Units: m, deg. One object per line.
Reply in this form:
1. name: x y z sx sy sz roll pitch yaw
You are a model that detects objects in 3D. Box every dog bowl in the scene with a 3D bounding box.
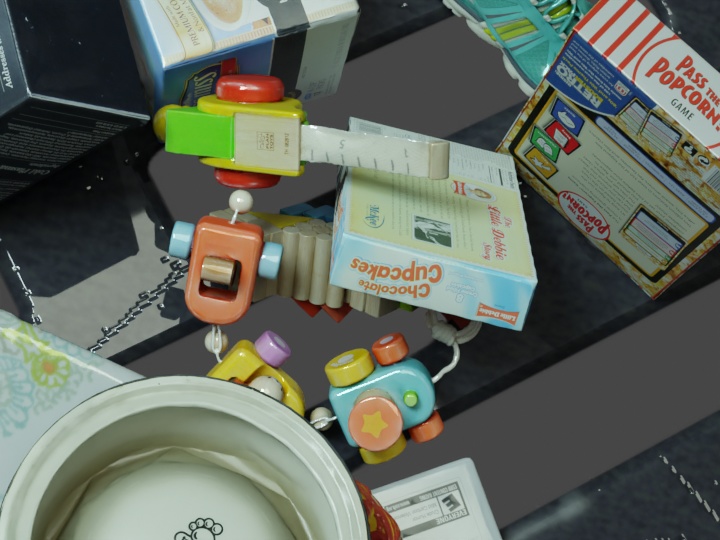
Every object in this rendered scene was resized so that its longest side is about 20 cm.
1. dog bowl: -0.097 0.163 0.888 0.199 0.074 0.201 4 62 -7

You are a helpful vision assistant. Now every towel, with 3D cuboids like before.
1. towel: -0.192 0.126 0.959 0.199 0.048 0.172 27 83 -14

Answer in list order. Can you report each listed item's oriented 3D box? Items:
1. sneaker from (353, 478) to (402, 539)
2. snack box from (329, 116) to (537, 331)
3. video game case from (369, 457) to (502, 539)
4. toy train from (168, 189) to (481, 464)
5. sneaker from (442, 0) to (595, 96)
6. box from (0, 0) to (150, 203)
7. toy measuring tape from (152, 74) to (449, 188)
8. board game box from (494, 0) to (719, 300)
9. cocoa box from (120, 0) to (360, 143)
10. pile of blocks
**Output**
1. sneaker: 0.018 0.214 0.966 0.073 0.077 0.200 -29 64 4
2. snack box: 0.043 -0.034 1.008 0.116 0.200 0.037 14 114 -5
3. video game case: 0.008 0.231 1.000 0.199 0.023 0.182 -17 76 -15
4. toy train: -0.030 0.045 0.995 0.199 0.056 0.151 16 107 -3
5. sneaker: 0.122 -0.176 1.112 0.200 0.080 0.078 39 71 3
6. box: -0.246 -0.148 0.982 0.104 0.182 0.201 5 64 -55
7. toy measuring tape: -0.032 -0.081 0.983 0.199 0.074 0.074 8 70 21
8. board game box: 0.174 -0.073 1.026 0.151 0.200 0.046 43 71 4
9. cocoa box: -0.101 -0.208 1.056 0.131 0.133 0.201 -18 77 -13
10. pile of blocks: 0.000 0.000 1.058 0.199 0.082 0.062 9 115 3
